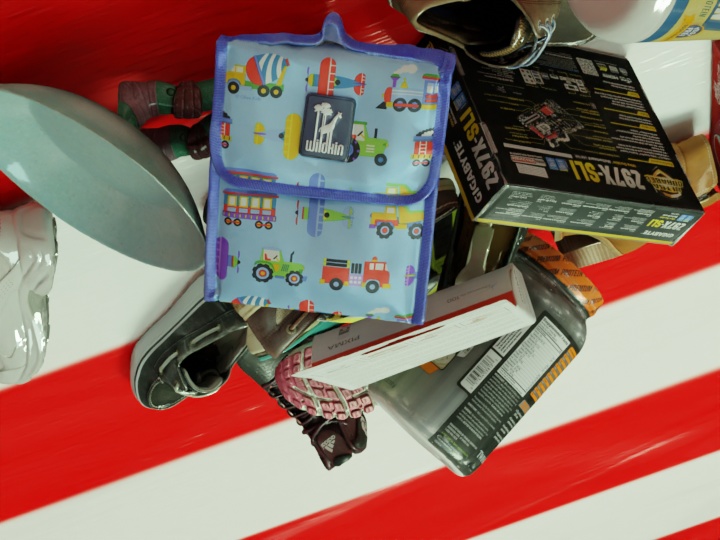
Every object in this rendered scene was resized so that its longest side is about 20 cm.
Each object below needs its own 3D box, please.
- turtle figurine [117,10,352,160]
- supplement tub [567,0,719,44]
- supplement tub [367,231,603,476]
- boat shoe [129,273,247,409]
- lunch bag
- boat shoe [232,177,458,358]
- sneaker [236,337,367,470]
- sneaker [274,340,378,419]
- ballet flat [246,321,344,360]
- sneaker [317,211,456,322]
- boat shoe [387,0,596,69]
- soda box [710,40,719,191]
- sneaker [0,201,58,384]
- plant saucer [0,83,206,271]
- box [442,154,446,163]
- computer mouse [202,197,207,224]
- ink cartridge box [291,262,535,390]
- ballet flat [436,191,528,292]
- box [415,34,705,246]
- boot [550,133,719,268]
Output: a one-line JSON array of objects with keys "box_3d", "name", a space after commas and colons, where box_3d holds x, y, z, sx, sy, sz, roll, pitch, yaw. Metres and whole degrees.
[{"box_3d": [-0.065, -0.108, 1.127, 0.200, 0.101, 0.150, -7, 135, 5], "name": "turtle figurine"}, {"box_3d": [0.246, -0.226, 1.057, 0.200, 0.145, 0.145, -6, 147, -20], "name": "supplement tub"}, {"box_3d": [0.112, 0.070, 1.391, 0.200, 0.123, 0.123, -48, 148, -6], "name": "supplement tub"}, {"box_3d": [-0.150, 0.078, 1.402, 0.072, 0.071, 0.200, 1, 145, -30], "name": "boat shoe"}, {"box_3d": [-0.020, -0.076, 1.045, 0.150, 0.094, 0.200, 6, 123, 1], "name": "lunch bag"}, {"box_3d": [0.000, 0.000, 1.252, 0.200, 0.072, 0.072, -31, 172, -11], "name": "boat shoe"}, {"box_3d": [-0.043, 0.123, 1.487, 0.076, 0.116, 0.200, -30, 148, 19], "name": "sneaker"}, {"box_3d": [0.014, 0.079, 1.460, 0.200, 0.075, 0.081, -13, 111, -23], "name": "sneaker"}, {"box_3d": [-0.050, 0.028, 1.370, 0.069, 0.070, 0.200, -29, 177, 17], "name": "ballet flat"}, {"box_3d": [0.024, 0.010, 1.348, 0.200, 0.075, 0.076, -17, 158, -37], "name": "sneaker"}, {"box_3d": [0.099, -0.179, 1.124, 0.200, 0.072, 0.072, 4, 143, -32], "name": "boat shoe"}, {"box_3d": [0.338, -0.121, 1.346, 0.063, 0.070, 0.200, -18, 150, 1], "name": "soda box"}, {"box_3d": [-0.292, 0.017, 1.244, 0.099, 0.078, 0.200, 1, 138, -15], "name": "sneaker"}, {"box_3d": [-0.182, -0.073, 1.096, 0.201, 0.039, 0.201, 26, 158, 11], "name": "plant saucer"}, {"box_3d": [-0.013, -0.059, 1.247, 0.200, 0.042, 0.119, -40, 169, 28], "name": "box"}, {"box_3d": [-0.039, -0.080, 1.248, 0.200, 0.034, 0.059, -31, 146, 19], "name": "computer mouse"}, {"box_3d": [0.039, 0.037, 1.168, 0.162, 0.057, 0.200, -20, 166, 9], "name": "ink cartridge box"}, {"box_3d": [0.106, -0.035, 1.274, 0.068, 0.068, 0.200, 12, 110, 4], "name": "ballet flat"}, {"box_3d": [0.146, -0.102, 1.188, 0.200, 0.160, 0.049, 5, 143, -35], "name": "box"}, {"box_3d": [0.229, -0.072, 1.360, 0.155, 0.077, 0.200, -24, 148, 8], "name": "boot"}]
